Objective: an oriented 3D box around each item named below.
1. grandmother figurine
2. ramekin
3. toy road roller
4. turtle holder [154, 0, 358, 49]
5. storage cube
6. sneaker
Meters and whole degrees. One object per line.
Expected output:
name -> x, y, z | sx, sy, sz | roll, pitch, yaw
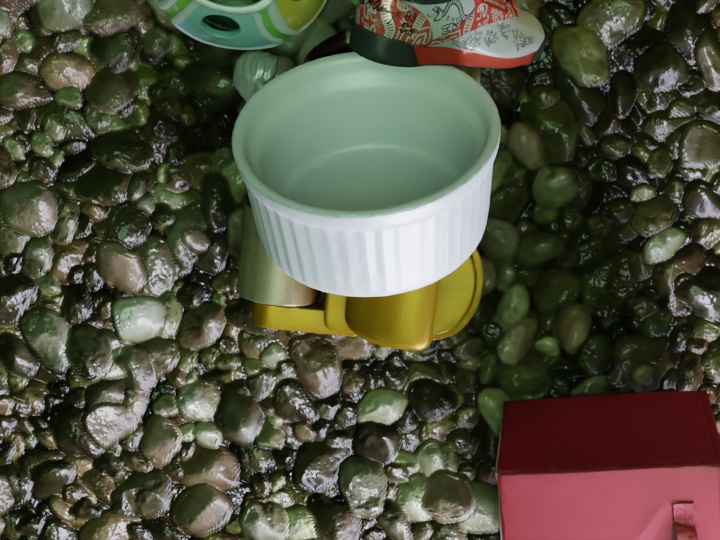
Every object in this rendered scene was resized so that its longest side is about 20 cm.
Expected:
grandmother figurine -> -0.005, -0.147, 1.361 | 0.200, 0.061, 0.121 | 6, 112, 0
ramekin -> 0.007, -0.071, 1.265 | 0.200, 0.201, 0.098 | -5, 132, 1
toy road roller -> 0.000, 0.000, 1.349 | 0.200, 0.146, 0.123 | 6, 103, -2
turtle holder -> -0.080, -0.230, 1.300 | 0.185, 0.132, 0.141 | 35, 100, -8
storage cube -> 0.209, 0.210, 1.382 | 0.180, 0.200, 0.171 | -4, 105, 7
sneaker -> 0.084, -0.217, 1.281 | 0.201, 0.067, 0.108 | -8, 125, -41
